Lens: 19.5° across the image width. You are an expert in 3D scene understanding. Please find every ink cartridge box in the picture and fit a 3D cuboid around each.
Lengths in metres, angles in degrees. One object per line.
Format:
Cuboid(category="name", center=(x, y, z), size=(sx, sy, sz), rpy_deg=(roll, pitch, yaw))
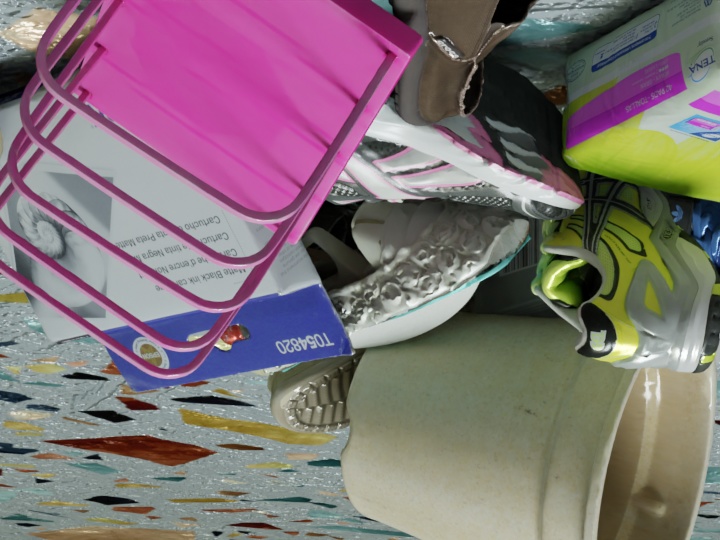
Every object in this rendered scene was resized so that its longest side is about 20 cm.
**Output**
Cuboid(category="ink cartridge box", center=(-0.121, -0.018, 1.161), size=(0.199, 0.201, 0.041), rpy_deg=(-13, -160, 43))

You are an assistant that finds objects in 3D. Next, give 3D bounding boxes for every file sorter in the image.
Cuboid(category="file sorter", center=(-0.086, -0.055, 0.959), size=(0.138, 0.126, 0.200), rpy_deg=(34, 151, -1))

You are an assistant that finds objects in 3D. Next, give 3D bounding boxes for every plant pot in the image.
Cuboid(category="plant pot", center=(0.096, 0.103, 1.267), size=(0.182, 0.202, 0.200), rpy_deg=(12, 170, 26))

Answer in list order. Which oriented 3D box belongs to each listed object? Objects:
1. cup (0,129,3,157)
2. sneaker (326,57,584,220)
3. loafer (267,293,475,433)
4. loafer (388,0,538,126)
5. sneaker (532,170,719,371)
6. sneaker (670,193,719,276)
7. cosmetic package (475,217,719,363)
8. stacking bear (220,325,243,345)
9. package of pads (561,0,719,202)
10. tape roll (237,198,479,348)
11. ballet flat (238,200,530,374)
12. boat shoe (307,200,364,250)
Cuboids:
Cuboid(category="cup", center=(-0.303, -0.033, 1.106), size=(0.198, 0.144, 0.201), rpy_deg=(10, 154, 5))
Cuboid(category="sneaker", center=(0.019, -0.069, 1.088), size=(0.198, 0.081, 0.087), rpy_deg=(22, 135, -14))
Cuboid(category="loafer", center=(0.013, 0.036, 1.367), size=(0.199, 0.068, 0.076), rpy_deg=(-30, 146, -27))
Cuboid(category="loafer", center=(0.050, -0.118, 0.956), size=(0.070, 0.074, 0.200), rpy_deg=(1, 165, 4))
Cuboid(category="sneaker", center=(0.127, -0.017, 1.134), size=(0.076, 0.076, 0.200), rpy_deg=(0, -153, -16))
Cuboid(category="sneaker", center=(0.207, -0.006, 1.178), size=(0.110, 0.201, 0.077), rpy_deg=(6, 122, 2))
Cuboid(category="cosmetic package", center=(0.181, 0.001, 1.342), size=(0.199, 0.091, 0.106), rpy_deg=(10, 163, -34))
Cuboid(category="stacking bear", center=(-0.005, 0.041, 1.485), size=(0.198, 0.123, 0.114), rpy_deg=(15, 164, -15))
Cuboid(category="package of pads", center=(0.217, -0.082, 1.067), size=(0.198, 0.069, 0.154), rpy_deg=(11, 163, -25))
Cuboid(category="tape roll", center=(-0.025, -0.032, 1.197), size=(0.201, 0.037, 0.204), rpy_deg=(6, 140, 5))
Cuboid(category="ballet flat", center=(0.000, 0.000, 1.152), size=(0.199, 0.072, 0.071), rpy_deg=(-27, 149, 37))
Cuboid(category="boat shoe", center=(-0.028, -0.020, 1.298), size=(0.198, 0.071, 0.064), rpy_deg=(-1, -158, -13))
